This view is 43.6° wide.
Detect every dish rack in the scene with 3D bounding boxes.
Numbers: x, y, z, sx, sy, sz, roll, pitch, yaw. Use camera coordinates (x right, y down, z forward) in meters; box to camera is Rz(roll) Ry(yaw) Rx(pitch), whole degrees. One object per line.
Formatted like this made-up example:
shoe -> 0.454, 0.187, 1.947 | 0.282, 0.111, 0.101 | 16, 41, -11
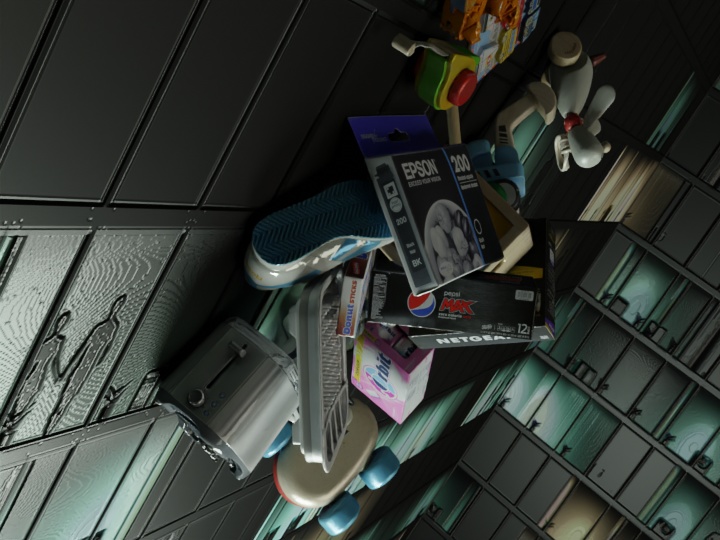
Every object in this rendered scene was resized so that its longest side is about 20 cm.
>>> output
dish rack -> -0.046, 0.102, 0.999 | 0.172, 0.043, 0.205 | -54, 144, -76

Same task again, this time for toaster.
toaster -> -0.138, 0.145, 1.011 | 0.130, 0.113, 0.201 | -49, 159, -17

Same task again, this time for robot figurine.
robot figurine -> 0.150, -0.340, 0.923 | 0.144, 0.058, 0.202 | -30, 151, -36

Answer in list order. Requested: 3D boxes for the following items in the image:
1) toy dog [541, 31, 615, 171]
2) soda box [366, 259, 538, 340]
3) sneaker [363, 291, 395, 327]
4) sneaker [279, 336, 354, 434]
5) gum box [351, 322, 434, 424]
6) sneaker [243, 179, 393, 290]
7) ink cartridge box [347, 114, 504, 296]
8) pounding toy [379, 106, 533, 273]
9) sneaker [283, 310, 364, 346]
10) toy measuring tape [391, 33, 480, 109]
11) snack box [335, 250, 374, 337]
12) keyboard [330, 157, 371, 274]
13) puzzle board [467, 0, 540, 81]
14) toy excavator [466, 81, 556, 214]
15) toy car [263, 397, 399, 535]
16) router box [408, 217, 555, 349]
toy dog -> 0.334, -0.252, 1.327 | 0.094, 0.204, 0.132 | -11, 179, -2
soda box -> 0.108, 0.033, 1.072 | 0.071, 0.195, 0.065 | -65, 162, -77
sneaker -> 0.044, 0.018, 1.302 | 0.199, 0.076, 0.088 | -27, 137, -65
sneaker -> -0.072, 0.179, 1.171 | 0.079, 0.129, 0.200 | -38, 165, -36
gum box -> 0.049, 0.151, 1.448 | 0.066, 0.113, 0.201 | -43, 159, -25
sneaker -> -0.037, -0.037, 0.967 | 0.197, 0.077, 0.081 | -17, 160, -30
ink cartridge box -> 0.081, -0.088, 1.013 | 0.043, 0.204, 0.197 | -22, 178, 31
pounding toy -> 0.118, -0.074, 1.165 | 0.200, 0.184, 0.142 | -44, 161, 2
sneaker -> -0.042, 0.064, 1.169 | 0.099, 0.070, 0.201 | -49, 166, -17
toy measuring tape -> 0.076, -0.210, 0.969 | 0.199, 0.073, 0.074 | -15, 139, -61
snack box -> 0.000, 0.000, 1.059 | 0.201, 0.024, 0.073 | -74, 174, -65
keyboard -> -0.024, -0.053, 1.078 | 0.202, 0.039, 0.105 | 103, 7, -46
puzzle board -> 0.184, -0.326, 1.100 | 0.151, 0.017, 0.201 | -46, 159, -22
toy excavator -> 0.198, -0.163, 1.301 | 0.190, 0.204, 0.100 | -9, 163, 9
toy car -> -0.073, 0.274, 1.368 | 0.177, 0.185, 0.200 | -44, -173, -23
router box -> 0.168, 0.020, 1.242 | 0.052, 0.196, 0.160 | 43, 47, -53
